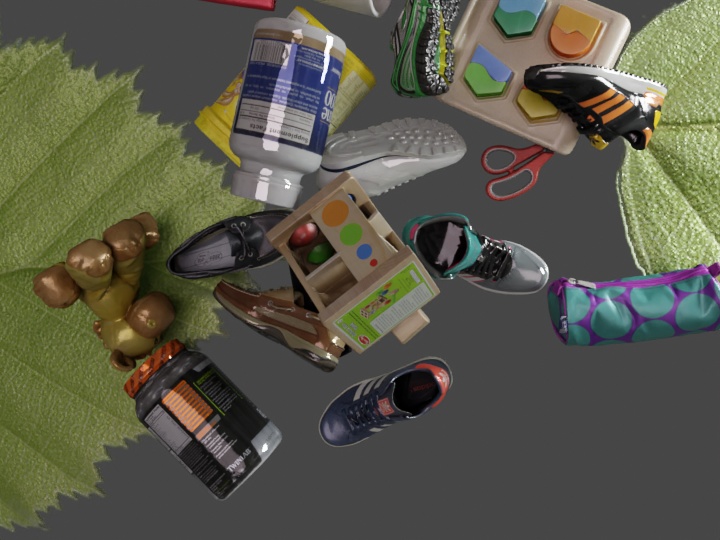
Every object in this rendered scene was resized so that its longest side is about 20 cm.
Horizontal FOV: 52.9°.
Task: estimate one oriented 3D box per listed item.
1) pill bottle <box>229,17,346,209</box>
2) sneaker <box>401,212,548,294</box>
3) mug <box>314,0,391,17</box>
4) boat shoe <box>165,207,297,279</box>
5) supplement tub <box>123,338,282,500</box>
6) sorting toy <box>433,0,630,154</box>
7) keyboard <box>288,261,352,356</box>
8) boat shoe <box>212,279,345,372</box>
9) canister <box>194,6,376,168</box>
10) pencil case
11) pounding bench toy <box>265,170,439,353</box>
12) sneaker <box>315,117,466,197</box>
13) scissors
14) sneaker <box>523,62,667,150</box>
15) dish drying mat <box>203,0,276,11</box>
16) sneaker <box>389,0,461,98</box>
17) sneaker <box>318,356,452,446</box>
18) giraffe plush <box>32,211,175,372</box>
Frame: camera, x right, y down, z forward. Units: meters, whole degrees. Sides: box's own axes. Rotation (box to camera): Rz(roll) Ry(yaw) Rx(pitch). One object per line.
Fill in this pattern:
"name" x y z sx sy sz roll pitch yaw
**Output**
"pill bottle" -0.090 -0.178 0.841 0.110 0.111 0.201 14 94 6
"sneaker" 0.144 -0.019 0.904 0.199 0.121 0.084 18 96 5
"mug" -0.040 -0.415 0.884 0.152 0.150 0.188 11 121 15
"boat shoe" -0.171 -0.034 0.965 0.198 0.066 0.075 -12 91 13
"supplement tub" -0.212 0.195 0.966 0.123 0.123 0.200 -45 87 8
"sorting toy" 0.213 -0.268 0.912 0.199 0.036 0.186 26 95 6
"keyboard" -0.042 0.020 0.983 0.104 0.040 0.201 -7 95 31
"boat shoe" -0.102 0.060 0.964 0.199 0.076 0.074 28 80 17
"canister" -0.094 -0.217 0.937 0.148 0.087 0.200 43 97 2
"pencil case" 0.340 0.042 0.902 0.199 0.085 0.093 -7 120 7
"pounding bench toy" 0.000 0.000 0.887 0.124 0.200 0.156 -38 61 3
"sneaker" 0.039 -0.141 0.939 0.199 0.077 0.081 -8 135 -6
"scissors" 0.250 -0.155 0.936 0.199 0.014 0.074 -22 89 7
"sneaker" 0.281 -0.193 0.867 0.199 0.070 0.091 3 100 -24
"dish drying mat" -0.206 -0.401 0.971 0.199 0.018 0.077 11 97 5
"sneaker" 0.071 -0.316 0.913 0.085 0.078 0.201 0 80 43
"sneaker" 0.028 0.177 0.953 0.199 0.085 0.075 -32 90 9
"giraffe plush" -0.315 0.043 0.944 0.200 0.173 0.163 -27 100 43
